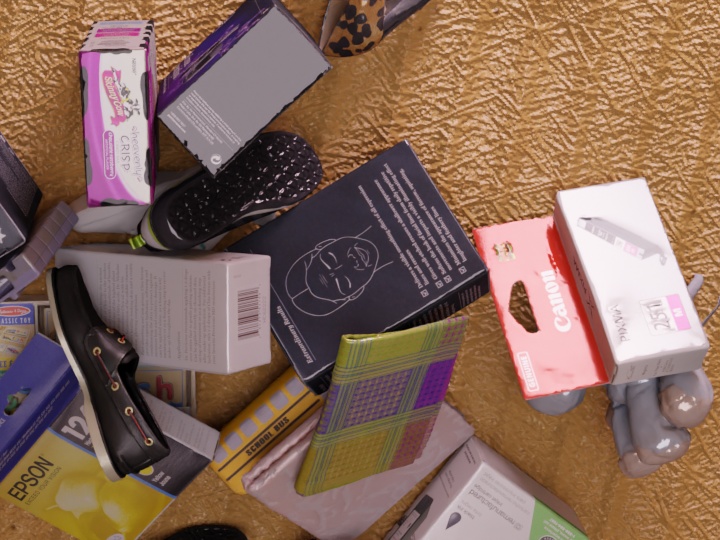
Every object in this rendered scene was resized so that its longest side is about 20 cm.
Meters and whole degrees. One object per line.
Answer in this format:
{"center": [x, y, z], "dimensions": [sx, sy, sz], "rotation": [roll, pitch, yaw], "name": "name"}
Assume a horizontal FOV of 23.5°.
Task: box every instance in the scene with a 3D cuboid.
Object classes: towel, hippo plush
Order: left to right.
{"center": [0.000, 0.177, 1.677], "dimensions": [0.191, 0.032, 0.200], "rotation": [-42, 144, 3], "name": "towel"}
{"center": [0.017, 0.124, 1.589], "dimensions": [0.143, 0.023, 0.200], "rotation": [-12, 136, -32], "name": "towel"}
{"center": [0.245, 0.092, 1.672], "dimensions": [0.160, 0.159, 0.201], "rotation": [19, 102, -11], "name": "hippo plush"}

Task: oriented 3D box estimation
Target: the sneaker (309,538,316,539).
{"center": [-0.061, 0.322, 1.733], "dimensions": [0.200, 0.100, 0.070], "rotation": [-16, 145, 34], "name": "sneaker"}

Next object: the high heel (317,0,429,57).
{"center": [-0.018, -0.298, 1.586], "dimensions": [0.142, 0.071, 0.200], "rotation": [-36, 114, -3], "name": "high heel"}

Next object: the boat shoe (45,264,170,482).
{"center": [-0.225, 0.084, 1.536], "dimensions": [0.063, 0.074, 0.202], "rotation": [-24, 76, 4], "name": "boat shoe"}

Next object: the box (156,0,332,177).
{"center": [-0.107, -0.174, 1.544], "dimensions": [0.141, 0.200, 0.079], "rotation": [-40, 105, 4], "name": "box"}

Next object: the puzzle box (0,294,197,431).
{"center": [-0.258, 0.088, 1.686], "dimensions": [0.199, 0.025, 0.134], "rotation": [-2, 104, -6], "name": "puzzle box"}

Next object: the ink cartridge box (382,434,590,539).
{"center": [0.109, 0.292, 1.747], "dimensions": [0.145, 0.084, 0.200], "rotation": [36, 98, -14], "name": "ink cartridge box"}

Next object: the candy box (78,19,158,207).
{"center": [-0.211, -0.144, 1.540], "dimensions": [0.061, 0.200, 0.137], "rotation": [-2, 106, -5], "name": "candy box"}

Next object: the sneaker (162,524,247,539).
{"center": [-0.204, 0.329, 1.737], "dimensions": [0.199, 0.060, 0.105], "rotation": [-16, 127, -18], "name": "sneaker"}

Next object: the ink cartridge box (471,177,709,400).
{"center": [0.214, 0.014, 1.637], "dimensions": [0.173, 0.201, 0.044], "rotation": [-10, 148, -9], "name": "ink cartridge box"}

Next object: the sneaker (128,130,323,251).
{"center": [-0.127, -0.070, 1.581], "dimensions": [0.200, 0.083, 0.072], "rotation": [-25, 92, -35], "name": "sneaker"}

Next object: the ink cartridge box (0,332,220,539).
{"center": [-0.267, 0.172, 1.648], "dimensions": [0.200, 0.047, 0.198], "rotation": [29, 131, -17], "name": "ink cartridge box"}

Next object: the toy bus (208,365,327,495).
{"center": [-0.058, 0.136, 1.694], "dimensions": [0.200, 0.065, 0.078], "rotation": [-42, 89, 5], "name": "toy bus"}

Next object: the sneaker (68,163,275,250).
{"center": [-0.175, -0.049, 1.637], "dimensions": [0.199, 0.075, 0.089], "rotation": [-13, 111, -5], "name": "sneaker"}

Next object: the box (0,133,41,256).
{"center": [-0.379, -0.051, 1.539], "dimensions": [0.148, 0.200, 0.107], "rotation": [-32, 106, 2], "name": "box"}

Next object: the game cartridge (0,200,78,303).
{"center": [-0.348, 0.022, 1.582], "dimensions": [0.200, 0.130, 0.038], "rotation": [-34, 102, 22], "name": "game cartridge"}

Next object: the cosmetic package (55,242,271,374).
{"center": [-0.181, 0.032, 1.579], "dimensions": [0.199, 0.071, 0.102], "rotation": [6, 99, 30], "name": "cosmetic package"}

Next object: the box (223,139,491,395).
{"center": [0.000, 0.000, 1.616], "dimensions": [0.200, 0.107, 0.149], "rotation": [-31, 78, -2], "name": "box"}
